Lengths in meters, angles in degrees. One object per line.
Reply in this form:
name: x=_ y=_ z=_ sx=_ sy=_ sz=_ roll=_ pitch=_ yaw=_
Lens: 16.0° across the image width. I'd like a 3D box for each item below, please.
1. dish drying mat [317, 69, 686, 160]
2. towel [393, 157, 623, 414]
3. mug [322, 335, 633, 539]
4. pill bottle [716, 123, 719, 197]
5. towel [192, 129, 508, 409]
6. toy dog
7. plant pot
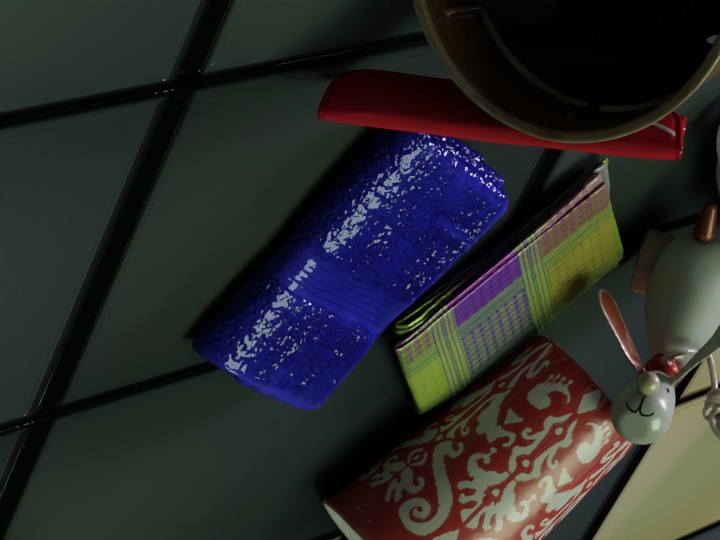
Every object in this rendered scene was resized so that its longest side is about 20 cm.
dish drying mat: x=0.080 y=-0.087 z=1.422 sx=0.077 sy=0.199 sz=0.018 roll=-65 pitch=162 yaw=-68
towel: x=0.106 y=0.014 z=1.802 sx=0.200 sy=0.023 sz=0.144 roll=-39 pitch=155 yaw=-9
mug: x=0.081 y=0.144 z=1.871 sx=0.200 sy=0.177 sz=0.134 roll=-41 pitch=120 yaw=-7
pill bottle: x=0.326 y=-0.061 z=1.902 sx=0.116 sy=0.116 sz=0.200 roll=-44 pitch=154 yaw=-1
towel: x=0.000 y=0.000 z=1.594 sx=0.200 sy=0.050 sz=0.148 roll=-49 pitch=155 yaw=9
toy dog: x=0.232 y=0.028 z=1.838 sx=0.131 sy=0.201 sz=0.097 roll=1 pitch=132 yaw=-2
plant pot: x=0.158 y=-0.182 z=1.414 sx=0.198 sy=0.200 sz=0.201 roll=-17 pitch=144 yaw=-57
